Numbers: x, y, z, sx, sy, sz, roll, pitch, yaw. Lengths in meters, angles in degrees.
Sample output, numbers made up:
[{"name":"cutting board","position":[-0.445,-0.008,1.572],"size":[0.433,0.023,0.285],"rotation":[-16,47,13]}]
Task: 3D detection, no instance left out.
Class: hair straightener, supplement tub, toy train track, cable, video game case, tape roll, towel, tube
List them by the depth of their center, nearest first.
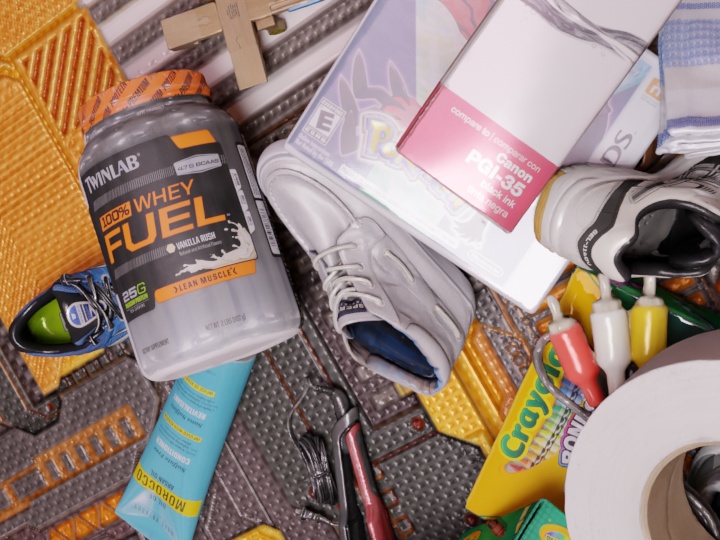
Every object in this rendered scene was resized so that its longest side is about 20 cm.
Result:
[{"name":"tape roll","position":[0.223,0.136,0.749],"size":[0.202,0.071,0.203],"rotation":[10,108,31]},{"name":"towel","position":[0.252,-0.160,0.791],"size":[0.147,0.024,0.200],"rotation":[-4,61,19]},{"name":"cable","position":[0.167,0.102,0.830],"size":[0.097,0.050,0.201],"rotation":[-16,82,19]},{"name":"video game case","position":[0.080,-0.101,0.841],"size":[0.200,0.023,0.182],"rotation":[34,99,3]},{"name":"supplement tub","position":[-0.125,-0.032,0.922],"size":[0.122,0.122,0.200],"rotation":[-22,84,23]},{"name":"toy train track","position":[-0.050,-0.202,0.955],"size":[0.200,0.033,0.115],"rotation":[-15,88,17]},{"name":"hair straightener","position":[-0.022,0.179,1.013],"size":[0.077,0.041,0.200],"rotation":[-15,95,22]},{"name":"tube","position":[-0.140,0.140,1.051],"size":[0.077,0.050,0.200],"rotation":[34,116,25]}]

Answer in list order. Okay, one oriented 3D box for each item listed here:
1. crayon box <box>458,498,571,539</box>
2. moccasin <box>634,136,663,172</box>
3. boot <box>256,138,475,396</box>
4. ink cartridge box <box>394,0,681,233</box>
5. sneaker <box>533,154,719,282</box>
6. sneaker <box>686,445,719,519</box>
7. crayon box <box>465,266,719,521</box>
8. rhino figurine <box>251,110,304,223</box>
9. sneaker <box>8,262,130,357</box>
[{"name":"crayon box","position":[0.157,0.246,0.875],"size":[0.200,0.058,0.119],"rotation":[40,150,-3]},{"name":"moccasin","position":[0.125,-0.142,0.873],"size":[0.074,0.078,0.202],"rotation":[-38,86,25]},{"name":"boot","position":[0.000,0.000,0.901],"size":[0.200,0.096,0.074],"rotation":[39,129,-16]},{"name":"ink cartridge box","position":[0.112,-0.130,0.748],"size":[0.083,0.147,0.200],"rotation":[36,100,1]},{"name":"sneaker","position":[0.207,-0.027,0.810],"size":[0.088,0.200,0.076],"rotation":[41,136,50]},{"name":"sneaker","position":[0.233,0.223,0.886],"size":[0.075,0.115,0.201],"rotation":[7,103,19]},{"name":"crayon box","position":[0.169,0.104,0.909],"size":[0.119,0.058,0.200],"rotation":[27,109,14]},{"name":"rhino figurine","position":[-0.025,-0.073,0.953],"size":[0.200,0.060,0.088],"rotation":[-15,105,25]},{"name":"sneaker","position":[-0.189,0.028,1.019],"size":[0.200,0.089,0.079],"rotation":[-23,92,21]}]
